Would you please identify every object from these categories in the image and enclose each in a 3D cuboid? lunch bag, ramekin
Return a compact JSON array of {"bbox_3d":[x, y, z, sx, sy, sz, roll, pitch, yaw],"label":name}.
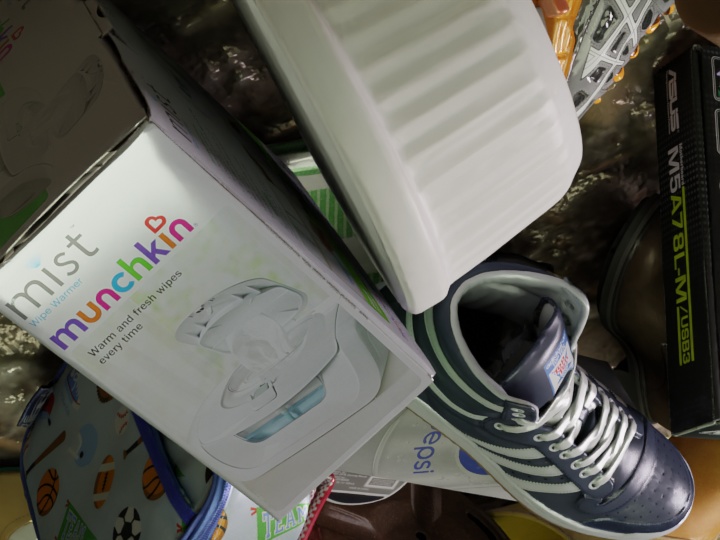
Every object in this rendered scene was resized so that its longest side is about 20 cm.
[{"bbox_3d":[-0.106,0.095,0.835,0.075,0.200,0.160,16,117,-35],"label":"lunch bag"},{"bbox_3d":[0.014,-0.090,0.675,0.094,0.202,0.202,-28,137,-1],"label":"ramekin"}]

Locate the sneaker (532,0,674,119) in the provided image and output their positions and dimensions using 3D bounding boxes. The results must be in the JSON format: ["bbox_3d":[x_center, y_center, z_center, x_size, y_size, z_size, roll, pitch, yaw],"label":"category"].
[{"bbox_3d":[0.107,-0.121,0.751,0.077,0.078,0.200,-5,139,-23],"label":"sneaker"}]

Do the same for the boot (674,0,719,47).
[{"bbox_3d":[0.202,-0.182,0.708,0.155,0.074,0.200,3,106,-53],"label":"boot"}]

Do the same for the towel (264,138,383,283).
[{"bbox_3d":[0.000,0.000,0.891,0.152,0.023,0.200,-11,138,-4],"label":"towel"}]

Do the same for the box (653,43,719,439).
[{"bbox_3d":[0.247,-0.006,0.827,0.200,0.194,0.048,7,160,-20],"label":"box"}]

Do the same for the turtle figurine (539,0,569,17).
[{"bbox_3d":[0.078,-0.195,0.613,0.161,0.200,0.064,-22,166,-12],"label":"turtle figurine"}]

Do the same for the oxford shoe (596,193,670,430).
[{"bbox_3d":[0.186,0.030,0.915,0.073,0.084,0.200,-52,145,-19],"label":"oxford shoe"}]

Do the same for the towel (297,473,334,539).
[{"bbox_3d":[-0.068,0.161,0.897,0.022,0.200,0.145,27,85,-13],"label":"towel"}]

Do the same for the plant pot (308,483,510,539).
[{"bbox_3d":[0.000,0.245,1.045,0.200,0.200,0.198,12,124,-26],"label":"plant pot"}]

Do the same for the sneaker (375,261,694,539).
[{"bbox_3d":[0.095,0.064,0.752,0.200,0.070,0.108,34,158,-15],"label":"sneaker"}]

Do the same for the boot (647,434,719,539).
[{"bbox_3d":[0.196,0.072,0.865,0.201,0.071,0.144,5,98,-22],"label":"boot"}]

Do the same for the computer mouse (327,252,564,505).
[{"bbox_3d":[0.026,0.055,0.916,0.110,0.044,0.200,11,127,-34],"label":"computer mouse"}]

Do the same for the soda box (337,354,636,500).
[{"bbox_3d":[0.061,0.075,0.868,0.200,0.068,0.063,16,124,-35],"label":"soda box"}]

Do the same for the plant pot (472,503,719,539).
[{"bbox_3d":[0.174,0.233,1.088,0.142,0.200,0.200,-17,145,-34],"label":"plant pot"}]

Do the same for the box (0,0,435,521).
[{"bbox_3d":[-0.084,-0.023,0.687,0.097,0.200,0.176,-44,126,6],"label":"box"}]

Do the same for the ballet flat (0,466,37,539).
[{"bbox_3d":[-0.152,0.162,0.995,0.200,0.063,0.069,7,136,-21],"label":"ballet flat"}]
